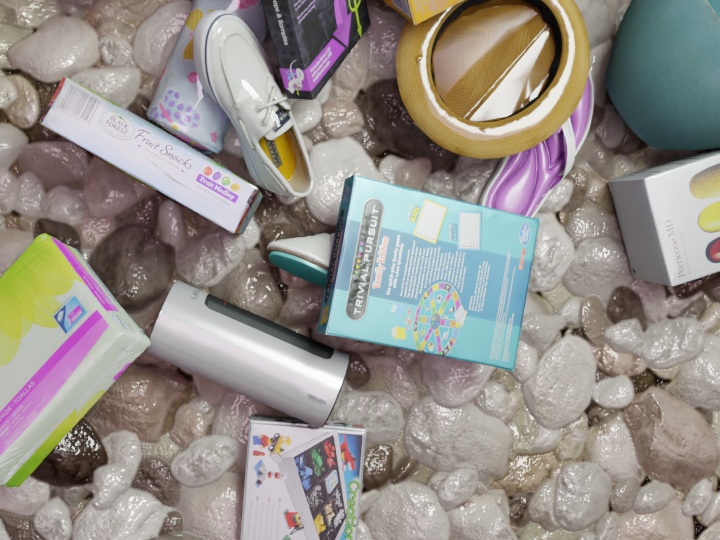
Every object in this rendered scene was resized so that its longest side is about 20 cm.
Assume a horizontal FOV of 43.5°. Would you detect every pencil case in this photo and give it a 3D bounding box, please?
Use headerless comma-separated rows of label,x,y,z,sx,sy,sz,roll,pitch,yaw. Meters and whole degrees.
pencil case,-0.138,-0.220,0.892,0.082,0.091,0.203,25,91,19

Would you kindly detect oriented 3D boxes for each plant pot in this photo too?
plant pot,0.322,-0.197,0.887,0.200,0.200,0.134,47,125,-6

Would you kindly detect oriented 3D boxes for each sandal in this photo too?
sandal,0.190,-0.127,0.937,0.081,0.050,0.206,22,92,-5

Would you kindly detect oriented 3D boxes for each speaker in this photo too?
speaker,-0.114,0.085,0.917,0.197,0.081,0.083,24,92,-4

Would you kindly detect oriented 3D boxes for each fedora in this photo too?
fedora,0.130,-0.205,0.906,0.196,0.082,0.206,0,88,-1

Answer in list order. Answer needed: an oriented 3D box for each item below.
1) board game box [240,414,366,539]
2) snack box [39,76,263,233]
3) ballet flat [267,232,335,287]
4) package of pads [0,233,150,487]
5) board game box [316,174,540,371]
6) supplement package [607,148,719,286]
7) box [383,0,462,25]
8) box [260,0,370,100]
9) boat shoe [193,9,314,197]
board game box,-0.063,0.260,0.955,0.123,0.035,0.205,5,94,-3
snack box,-0.191,-0.104,0.867,0.198,0.142,0.054,30,91,-5
ballet flat,0.000,0.000,0.933,0.197,0.069,0.071,26,92,-9
package of pads,-0.324,0.084,0.882,0.200,0.068,0.154,-46,67,1
board game box,0.068,0.004,0.889,0.196,0.047,0.155,12,87,-14
supplement package,0.374,-0.069,0.923,0.196,0.110,0.116,-18,95,-2
box,0.107,-0.313,0.864,0.198,0.119,0.042,-30,131,-6
box,-0.047,-0.282,0.824,0.035,0.144,0.203,7,135,25
boat shoe,-0.092,-0.151,0.856,0.071,0.069,0.202,-41,134,-25
